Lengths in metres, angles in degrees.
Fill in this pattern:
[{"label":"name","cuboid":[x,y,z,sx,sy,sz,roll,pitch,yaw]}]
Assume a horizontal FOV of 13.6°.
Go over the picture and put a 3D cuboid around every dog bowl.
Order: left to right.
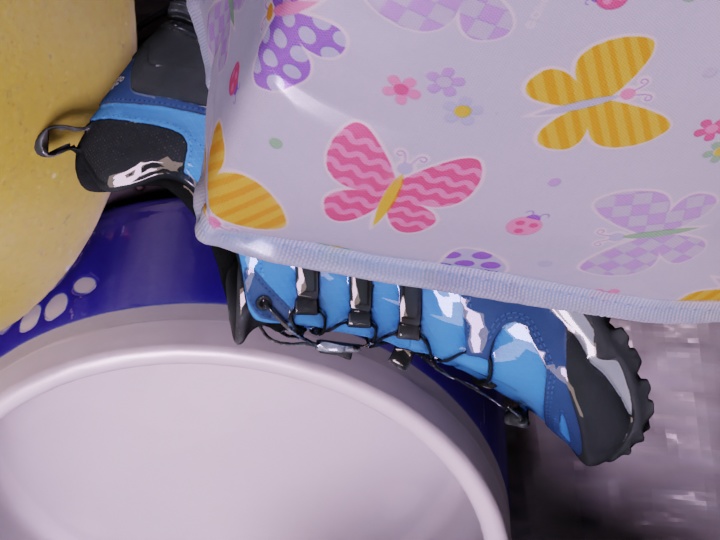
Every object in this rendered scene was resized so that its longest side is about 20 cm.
[{"label":"dog bowl","cuboid":[-0.048,0.073,1.022,0.199,0.079,0.201,1,132,1]}]

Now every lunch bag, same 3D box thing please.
[{"label":"lunch bag","cuboid":[0.070,-0.079,0.791,0.199,0.128,0.170,10,140,-16]}]

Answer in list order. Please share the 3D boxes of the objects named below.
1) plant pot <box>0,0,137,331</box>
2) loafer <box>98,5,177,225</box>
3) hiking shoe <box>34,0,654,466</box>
[{"label":"plant pot","cuboid":[-0.190,-0.069,0.934,0.199,0.142,0.201,2,94,35]},{"label":"loafer","cuboid":[-0.091,-0.019,1.025,0.072,0.063,0.200,45,126,-8]},{"label":"hiking shoe","cuboid":[0.000,0.000,0.928,0.200,0.074,0.087,42,82,0]}]
